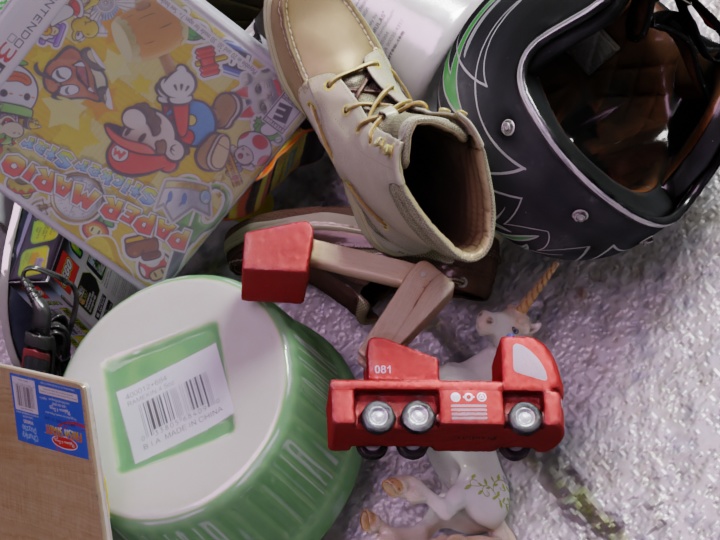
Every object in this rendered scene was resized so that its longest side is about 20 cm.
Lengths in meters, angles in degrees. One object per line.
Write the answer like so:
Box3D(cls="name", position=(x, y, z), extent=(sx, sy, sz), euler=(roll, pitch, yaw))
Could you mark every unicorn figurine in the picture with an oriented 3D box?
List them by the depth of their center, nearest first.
Box3D(cls="unicorn figurine", position=(0.059, 0.099, 1.291), extent=(0.074, 0.136, 0.202), euler=(-13, 80, 62))

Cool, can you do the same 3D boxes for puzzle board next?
Box3D(cls="puzzle board", position=(-0.221, 0.134, 1.304), extent=(0.199, 0.017, 0.152), euler=(7, 106, 48))

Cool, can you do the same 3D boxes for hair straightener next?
Box3D(cls="hair straightener", position=(-0.218, 0.079, 1.346), extent=(0.041, 0.201, 0.077), euler=(10, 31, 8))

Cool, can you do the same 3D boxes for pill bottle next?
Box3D(cls="pill bottle", position=(-0.011, -0.192, 1.391), extent=(0.199, 0.114, 0.115), euler=(35, 82, 14))

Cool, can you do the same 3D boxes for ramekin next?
Box3D(cls="ramekin", position=(-0.105, 0.101, 1.317), extent=(0.198, 0.098, 0.202), euler=(-11, 60, 19))

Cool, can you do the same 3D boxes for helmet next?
Box3D(cls="helmet", position=(0.141, -0.104, 1.291), extent=(0.200, 0.200, 0.191), euler=(37, 92, 32))

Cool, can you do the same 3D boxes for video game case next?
Box3D(cls="video game case", position=(-0.157, -0.104, 1.304), extent=(0.182, 0.199, 0.023), euler=(-49, 22, 13))

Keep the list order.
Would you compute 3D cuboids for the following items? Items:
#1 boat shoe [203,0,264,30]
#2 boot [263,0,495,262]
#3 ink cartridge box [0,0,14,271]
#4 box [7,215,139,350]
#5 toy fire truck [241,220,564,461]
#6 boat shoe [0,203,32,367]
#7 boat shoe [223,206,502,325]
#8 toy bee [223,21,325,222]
Box3D(cls="boat shoe", position=(-0.126, -0.167, 1.348), extent=(0.066, 0.072, 0.201), euler=(46, 110, 26))
Box3D(cls="boot", position=(0.013, -0.098, 1.243), extent=(0.072, 0.155, 0.201), euler=(-27, 100, -12))
Box3D(cls="ink cartridge box", position=(-0.309, -0.103, 1.539), extent=(0.145, 0.083, 0.202), euler=(-6, 65, 20))
Box3D(cls="box", position=(-0.179, -0.049, 1.429), extent=(0.034, 0.110, 0.201), euler=(-1, 58, 28))
Box3D(cls="toy fire truck", position=(0.025, 0.043, 1.242), extent=(0.198, 0.049, 0.142), euler=(0, 64, -4))
Box3D(cls="boat shoe", position=(-0.220, -0.025, 1.463), extent=(0.061, 0.075, 0.202), euler=(4, 81, 10))
Box3D(cls="boat shoe", position=(-0.002, -0.002, 1.372), extent=(0.201, 0.075, 0.076), euler=(-5, 74, 22))
Box3D(cls="toy bee", position=(-0.058, -0.102, 1.422), extent=(0.108, 0.131, 0.201), euler=(20, 62, 4))
